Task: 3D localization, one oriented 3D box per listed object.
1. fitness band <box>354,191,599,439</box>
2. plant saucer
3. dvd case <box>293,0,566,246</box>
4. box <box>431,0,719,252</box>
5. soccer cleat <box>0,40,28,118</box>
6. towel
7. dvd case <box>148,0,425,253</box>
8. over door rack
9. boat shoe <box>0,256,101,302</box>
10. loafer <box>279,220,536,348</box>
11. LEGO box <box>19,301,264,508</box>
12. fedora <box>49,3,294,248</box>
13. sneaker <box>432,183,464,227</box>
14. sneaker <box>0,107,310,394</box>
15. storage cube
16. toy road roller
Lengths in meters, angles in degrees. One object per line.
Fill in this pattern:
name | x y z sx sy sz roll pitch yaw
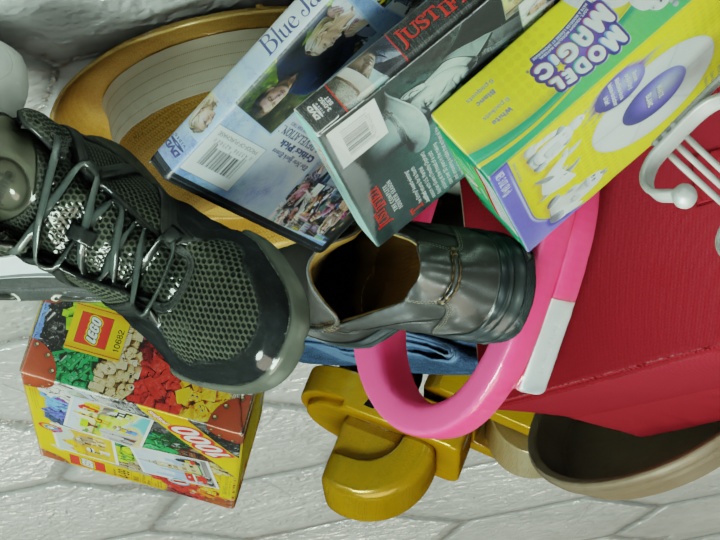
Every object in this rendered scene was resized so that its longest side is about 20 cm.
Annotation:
fitness band | 0.057 -0.008 1.009 0.037 0.202 0.143 11 -171 -39
plant saucer | 0.197 0.078 1.195 0.199 0.201 0.030 -21 114 30
dvd case | 0.066 -0.103 0.868 0.200 0.022 0.146 -41 159 -3
box | 0.131 -0.104 0.886 0.200 0.048 0.117 -43 158 0
soccer cleat | -0.248 -0.063 0.916 0.199 0.070 0.077 -26 150 23
towel | 0.007 0.040 1.246 0.198 0.049 0.111 2 169 31
dvd case | 0.011 -0.098 0.865 0.200 0.018 0.142 -46 151 11
over door rack | 0.236 -0.080 0.870 0.147 0.067 0.201 34 94 -40
boat shoe | -0.152 -0.014 1.068 0.198 0.069 0.057 2 149 2
loafer | 0.000 0.000 0.986 0.072 0.074 0.199 15 167 -39
LEGO box | -0.142 0.083 1.270 0.147 0.078 0.200 15 159 1
fedora | -0.058 -0.062 0.968 0.198 0.083 0.201 -8 160 -3
sneaker | 0.013 -0.023 1.153 0.198 0.076 0.087 -19 148 12
sneaker | -0.112 -0.010 0.843 0.114 0.199 0.077 15 108 -50
storage cube | 0.176 -0.013 1.050 0.179 0.202 0.170 -17 161 38
toy road roller | 0.052 0.119 1.358 0.198 0.147 0.123 20 163 9
